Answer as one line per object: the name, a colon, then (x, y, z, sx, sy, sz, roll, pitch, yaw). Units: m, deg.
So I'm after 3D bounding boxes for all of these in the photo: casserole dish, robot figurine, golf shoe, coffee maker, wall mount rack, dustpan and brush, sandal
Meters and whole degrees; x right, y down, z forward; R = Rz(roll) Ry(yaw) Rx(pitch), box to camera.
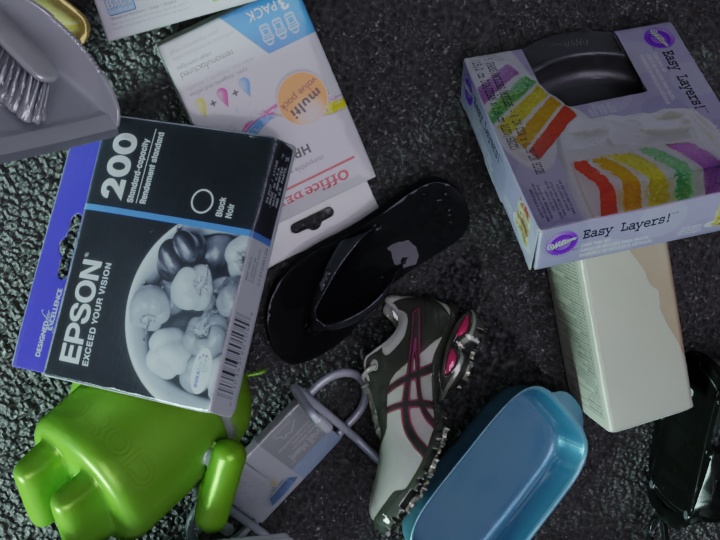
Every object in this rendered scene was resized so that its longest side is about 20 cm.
casserole dish: (0.109, 0.180, 1.128, 0.200, 0.039, 0.121, -50, 124, -10)
robot figurine: (-0.165, 0.122, 1.024, 0.200, 0.175, 0.116, -42, 145, -30)
golf shoe: (0.033, 0.113, 1.080, 0.087, 0.077, 0.201, 20, 61, 2)
coffee maker: (0.359, 0.172, 1.166, 0.198, 0.135, 0.194, 9, 123, -12)
wall mount rack: (-0.039, 0.186, 1.107, 0.200, 0.075, 0.174, -46, 130, 1)
dustpan and brush: (-0.259, -0.172, 0.934, 0.200, 0.139, 0.057, 47, 124, 13)
sandal: (0.000, -0.001, 1.077, 0.200, 0.043, 0.076, -42, 110, 9)

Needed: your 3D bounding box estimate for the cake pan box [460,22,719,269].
cake pan box: (0.188, -0.103, 1.042, 0.182, 0.201, 0.053, -9, 141, -9)

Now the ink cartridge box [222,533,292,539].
ink cartridge box: (-0.158, 0.271, 1.039, 0.196, 0.044, 0.201, -4, 146, -16)

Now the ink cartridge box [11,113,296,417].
ink cartridge box: (-0.160, -0.011, 0.974, 0.198, 0.043, 0.200, 9, 81, 25)

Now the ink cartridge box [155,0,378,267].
ink cartridge box: (-0.065, -0.105, 1.043, 0.114, 0.068, 0.202, -26, 105, -5)

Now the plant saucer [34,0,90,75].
plant saucer: (-0.333, -0.164, 0.988, 0.199, 0.048, 0.201, 37, 92, -16)

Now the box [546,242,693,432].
box: (0.206, 0.019, 1.109, 0.077, 0.095, 0.202, -15, 105, -10)

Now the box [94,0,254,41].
box: (-0.100, -0.252, 0.962, 0.198, 0.102, 0.114, -15, 114, 5)
